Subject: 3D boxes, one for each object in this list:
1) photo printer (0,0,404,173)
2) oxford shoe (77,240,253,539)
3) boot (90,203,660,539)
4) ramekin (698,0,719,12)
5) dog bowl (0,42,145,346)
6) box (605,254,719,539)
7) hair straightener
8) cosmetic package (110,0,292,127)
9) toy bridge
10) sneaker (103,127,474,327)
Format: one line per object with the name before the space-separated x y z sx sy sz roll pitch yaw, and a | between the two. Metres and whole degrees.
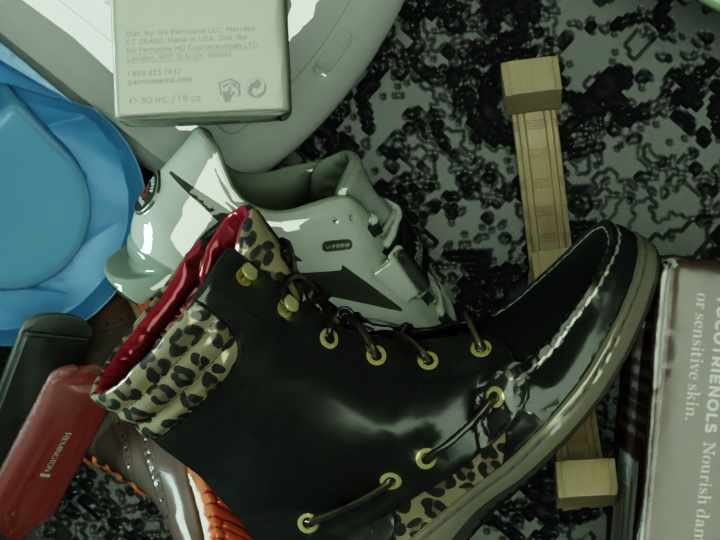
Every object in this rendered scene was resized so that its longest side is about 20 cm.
photo printer | -0.083 -0.140 1.257 0.200 0.069 0.167 37 91 -1
oxford shoe | -0.081 0.075 1.227 0.072 0.200 0.071 -36 135 16
boot | 0.006 0.028 1.134 0.151 0.073 0.200 40 100 -15
ramekin | 0.191 -0.198 1.239 0.199 0.098 0.201 0 91 1
dog bowl | -0.180 -0.057 1.220 0.112 0.050 0.200 -47 110 -7
box | 0.209 0.084 1.209 0.199 0.166 0.165 5 90 0
hair straightener | -0.160 0.096 1.251 0.041 0.077 0.200 2 128 -32
cosmetic package | -0.067 -0.160 1.171 0.071 0.105 0.201 -2 92 -2
toy bridge | 0.086 0.006 1.257 0.027 0.067 0.201 -7 76 1
sneaker | 0.000 0.000 1.221 0.200 0.074 0.089 20 106 -25
